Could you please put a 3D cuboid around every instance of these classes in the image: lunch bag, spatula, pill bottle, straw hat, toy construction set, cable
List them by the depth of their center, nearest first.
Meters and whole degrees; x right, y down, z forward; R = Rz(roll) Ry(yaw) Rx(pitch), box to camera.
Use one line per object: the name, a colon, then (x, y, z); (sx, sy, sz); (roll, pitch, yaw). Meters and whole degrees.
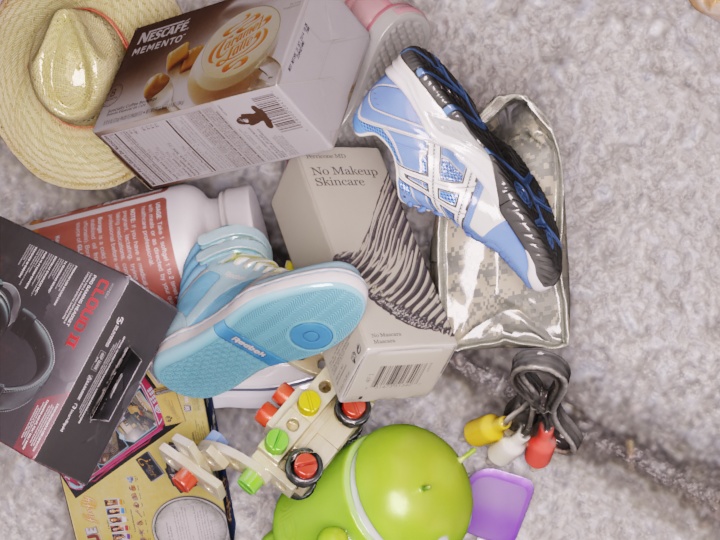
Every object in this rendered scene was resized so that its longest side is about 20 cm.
toy construction set: (-0.064, 0.102, 1.245); (0.131, 0.092, 0.201); (37, 79, 8)
cable: (0.142, 0.120, 1.268); (0.096, 0.200, 0.051); (20, 70, 0)
lunch bag: (0.106, -0.040, 1.271); (0.116, 0.164, 0.203); (-1, 90, 1)
pill bottle: (-0.176, -0.006, 1.318); (0.197, 0.112, 0.114); (-13, 90, 4)
straw hat: (-0.236, -0.170, 1.333); (0.198, 0.085, 0.204); (0, 91, 5)
spatula: (0.093, 0.265, 1.349); (0.056, 0.021, 0.202); (17, 93, 2)

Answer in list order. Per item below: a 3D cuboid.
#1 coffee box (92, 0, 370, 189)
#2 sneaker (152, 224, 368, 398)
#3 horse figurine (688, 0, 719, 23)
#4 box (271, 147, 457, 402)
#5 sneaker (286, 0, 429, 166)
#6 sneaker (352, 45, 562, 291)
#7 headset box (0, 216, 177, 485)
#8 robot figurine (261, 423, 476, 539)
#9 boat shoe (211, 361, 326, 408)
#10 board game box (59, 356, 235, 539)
coffee box: (-0.102, -0.146, 1.253); (0.198, 0.080, 0.115); (-8, 50, 38)
sneaker: (-0.073, 0.005, 1.195); (0.199, 0.132, 0.079); (-23, 134, 33)
horse figurine: (0.320, -0.234, 1.305); (0.200, 0.050, 0.133); (41, 110, -6)
box: (0.000, 0.000, 1.226); (0.081, 0.069, 0.201); (-3, 52, -26)
sneaker: (-0.023, -0.149, 1.324); (0.105, 0.075, 0.202); (45, 119, 36)
sneaker: (0.074, -0.064, 1.162); (0.077, 0.076, 0.201); (-37, 89, 21)
headset box: (-0.244, 0.056, 1.193); (0.199, 0.077, 0.150); (23, 81, 32)
robot figurine: (0.008, 0.198, 1.284); (0.199, 0.175, 0.116); (-37, 88, 37)
boat shoe: (-0.092, 0.074, 1.327); (0.197, 0.074, 0.068); (-10, 110, 5)
board game box: (-0.184, 0.145, 1.316); (0.134, 0.035, 0.202); (-5, 118, 4)
